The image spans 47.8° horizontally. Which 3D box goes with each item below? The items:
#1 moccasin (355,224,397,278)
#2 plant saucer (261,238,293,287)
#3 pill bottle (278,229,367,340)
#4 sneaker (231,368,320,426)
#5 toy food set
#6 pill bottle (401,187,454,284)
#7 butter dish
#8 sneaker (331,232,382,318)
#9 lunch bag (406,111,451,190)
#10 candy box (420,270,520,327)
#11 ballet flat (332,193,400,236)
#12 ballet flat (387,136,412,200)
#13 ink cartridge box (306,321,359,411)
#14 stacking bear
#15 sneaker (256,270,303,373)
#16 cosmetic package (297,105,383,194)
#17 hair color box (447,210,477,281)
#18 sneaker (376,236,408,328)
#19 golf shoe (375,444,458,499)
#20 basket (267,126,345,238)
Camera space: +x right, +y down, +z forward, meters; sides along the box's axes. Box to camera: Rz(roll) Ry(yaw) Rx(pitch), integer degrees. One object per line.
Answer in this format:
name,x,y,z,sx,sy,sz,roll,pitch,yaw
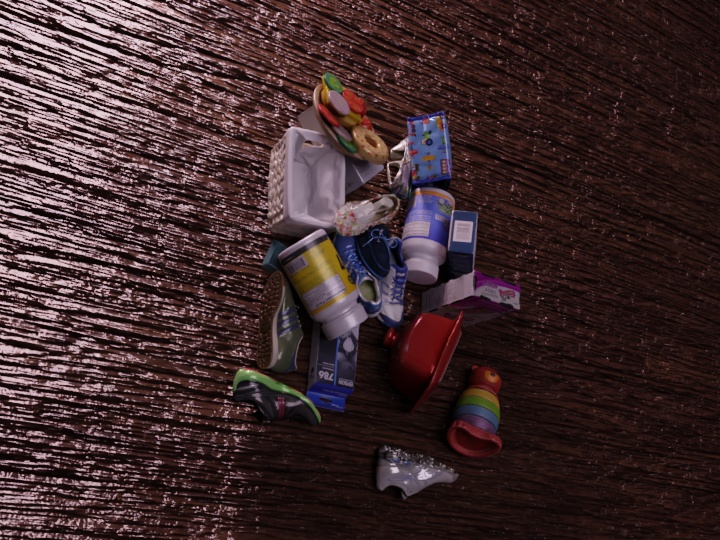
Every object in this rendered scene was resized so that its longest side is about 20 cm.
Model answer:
moccasin,0.029,-0.077,1.756,0.080,0.068,0.203,24,38,-43
plant saucer,-0.114,0.013,1.716,0.199,0.019,0.071,35,61,-23
pill bottle,-0.073,0.030,1.639,0.113,0.114,0.202,-31,92,-35
sneaker,-0.167,0.261,1.590,0.198,0.076,0.085,29,80,-21
toy food set,-0.026,-0.317,1.719,0.196,0.048,0.203,24,43,-42
pill bottle,0.150,-0.077,1.857,0.111,0.111,0.204,21,66,-27
butter dish,0.115,0.174,1.748,0.146,0.200,0.202,28,61,3
sneaker,0.000,0.000,1.746,0.075,0.077,0.203,-25,83,-15
lunch bag,0.177,-0.269,1.902,0.200,0.092,0.154,10,74,-74
candy box,0.244,0.068,1.826,0.134,0.199,0.062,16,68,-27
ballet flat,0.017,-0.124,1.680,0.076,0.064,0.199,57,37,3
ballet flat,0.098,-0.255,1.899,0.071,0.072,0.203,28,55,-24
ink cartridge box,-0.057,0.185,1.695,0.098,0.039,0.204,15,70,-30
stacking bear,0.268,0.307,1.836,0.119,0.114,0.202,22,52,0
sneaker,-0.154,0.111,1.641,0.089,0.066,0.204,26,59,-41
cosmetic package,-0.042,-0.282,1.799,0.202,0.073,0.102,58,40,-9
hair color box,0.233,-0.047,1.858,0.059,0.201,0.102,6,68,10
sneaker,0.067,0.024,1.790,0.074,0.088,0.204,-5,81,-36
golf shoe,0.115,0.440,1.732,0.197,0.078,0.099,18,85,-22
basket,-0.118,-0.174,1.699,0.133,0.123,0.204,10,71,-31
